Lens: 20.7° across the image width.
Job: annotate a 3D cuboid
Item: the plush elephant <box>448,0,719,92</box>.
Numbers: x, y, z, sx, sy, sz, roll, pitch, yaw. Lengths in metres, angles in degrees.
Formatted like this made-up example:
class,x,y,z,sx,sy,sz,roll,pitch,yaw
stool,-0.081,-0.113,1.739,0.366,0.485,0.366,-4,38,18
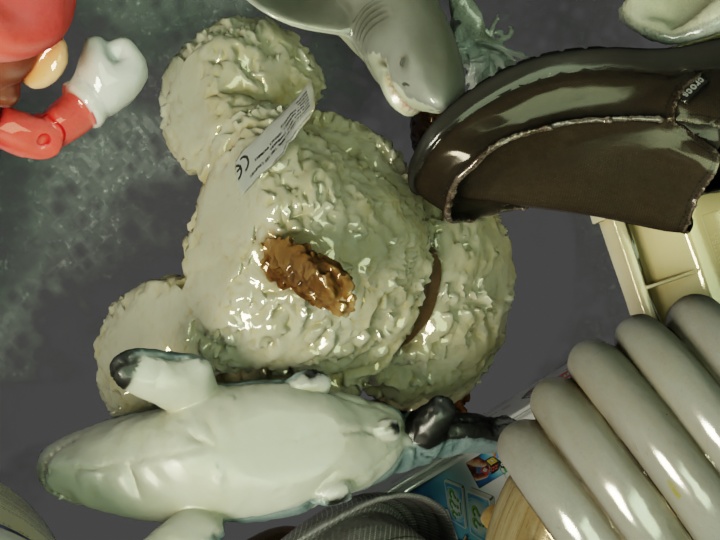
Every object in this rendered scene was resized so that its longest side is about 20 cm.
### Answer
class,x,y,z,sx,sy,sz,roll,pitch,yaw
plush elephant,0.115,-0.171,0.875,0.155,0.165,0.200,-5,114,-10

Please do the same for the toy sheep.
class,x,y,z,sx,sy,sz,roll,pitch,yaw
toy sheep,0.134,0.079,0.811,0.200,0.138,0.138,-38,103,-2

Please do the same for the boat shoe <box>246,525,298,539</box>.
class,x,y,z,sx,sy,sz,roll,pitch,yaw
boat shoe,-0.069,0.210,0.908,0.200,0.071,0.065,-56,141,-6

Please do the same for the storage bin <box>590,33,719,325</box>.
class,x,y,z,sx,sy,sz,roll,pitch,yaw
storage bin,0.210,-0.018,0.923,0.198,0.094,0.200,-18,89,-8

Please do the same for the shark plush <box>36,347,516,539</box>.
class,x,y,z,sx,sy,sz,roll,pitch,yaw
shark plush,-0.033,0.066,0.826,0.200,0.083,0.091,-16,84,-17

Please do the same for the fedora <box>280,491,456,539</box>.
class,x,y,z,sx,sy,sz,roll,pitch,yaw
fedora,-0.002,0.193,0.838,0.200,0.090,0.177,-41,140,-29

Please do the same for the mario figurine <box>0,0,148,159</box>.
class,x,y,z,sx,sy,sz,roll,pitch,yaw
mario figurine,-0.172,-0.070,0.836,0.123,0.106,0.200,-3,126,-49

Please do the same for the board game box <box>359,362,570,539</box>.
class,x,y,z,sx,sy,sz,roll,pitch,yaw
board game box,0.100,0.161,0.959,0.126,0.035,0.200,-29,102,-10

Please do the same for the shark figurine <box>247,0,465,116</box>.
class,x,y,z,sx,sy,sz,roll,pitch,yaw
shark figurine,-0.017,-0.155,0.875,0.214,0.128,0.090,39,107,11

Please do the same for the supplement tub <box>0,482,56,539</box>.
class,x,y,z,sx,sy,sz,roll,pitch,yaw
supplement tub,-0.181,0.154,0.795,0.145,0.200,0.145,-1,95,-15

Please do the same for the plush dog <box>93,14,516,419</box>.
class,x,y,z,sx,sy,sz,roll,pitch,yaw
plush dog,0.000,0.000,0.875,0.172,0.160,0.200,12,92,-41

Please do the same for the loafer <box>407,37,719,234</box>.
class,x,y,z,sx,sy,sz,roll,pitch,yaw
loafer,0.119,-0.051,0.819,0.200,0.073,0.071,-13,64,-8
